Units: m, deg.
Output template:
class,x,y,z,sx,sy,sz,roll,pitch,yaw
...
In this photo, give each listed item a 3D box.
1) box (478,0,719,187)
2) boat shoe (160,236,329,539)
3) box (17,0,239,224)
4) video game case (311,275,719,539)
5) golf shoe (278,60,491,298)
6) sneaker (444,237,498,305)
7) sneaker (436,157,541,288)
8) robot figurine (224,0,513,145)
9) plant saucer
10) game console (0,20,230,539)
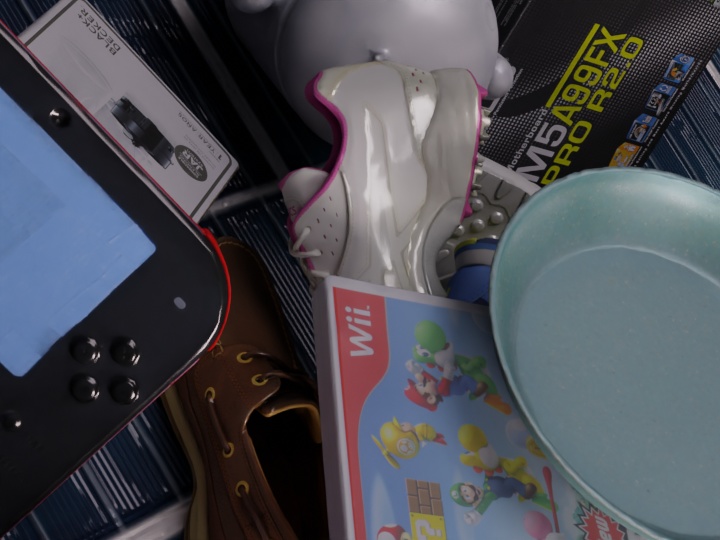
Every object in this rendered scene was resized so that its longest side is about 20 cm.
class,x,y,z,sx,sy,sz,roll,pitch,yaw
box,0.131,-0.135,1.184,0.160,0.200,0.044,12,27,-44
boat shoe,-0.042,0.068,0.936,0.072,0.068,0.201,18,49,-38
box,-0.136,-0.031,0.893,0.117,0.060,0.200,46,27,-11
video game case,0.077,0.081,0.898,0.199,0.017,0.143,11,53,-23
golf shoe,0.000,0.000,0.961,0.091,0.075,0.201,11,83,-12
sneaker,0.122,0.050,1.057,0.082,0.199,0.074,-62,145,-17
sneaker,0.100,-0.010,1.168,0.200,0.076,0.081,37,28,-29
robot figurine,0.000,-0.131,1.071,0.169,0.113,0.200,14,22,-28
plant saucer,0.139,0.045,0.920,0.199,0.036,0.201,14,52,-19
game console,-0.166,-0.005,0.778,0.200,0.177,0.031,47,7,-9
